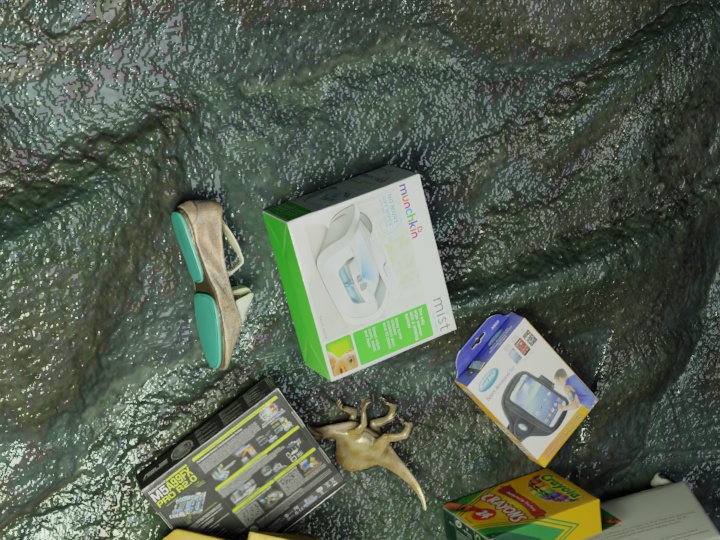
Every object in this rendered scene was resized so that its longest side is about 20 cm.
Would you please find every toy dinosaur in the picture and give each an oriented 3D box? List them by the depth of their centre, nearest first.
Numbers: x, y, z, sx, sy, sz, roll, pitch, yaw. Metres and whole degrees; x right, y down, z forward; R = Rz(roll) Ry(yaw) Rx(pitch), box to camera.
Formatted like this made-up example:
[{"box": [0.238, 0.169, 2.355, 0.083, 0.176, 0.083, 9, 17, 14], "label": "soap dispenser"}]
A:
[{"box": [0.018, 0.213, 1.699, 0.199, 0.058, 0.102, 30, 102, -20], "label": "toy dinosaur"}]

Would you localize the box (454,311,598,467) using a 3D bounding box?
[{"box": [0.212, 0.149, 1.776, 0.119, 0.041, 0.200, -49, 118, -9], "label": "box"}]

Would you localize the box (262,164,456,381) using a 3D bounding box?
[{"box": [0.000, 0.000, 1.613, 0.175, 0.097, 0.202, -20, 108, -18], "label": "box"}]

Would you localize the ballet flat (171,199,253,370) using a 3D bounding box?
[{"box": [-0.159, 0.014, 1.557, 0.067, 0.068, 0.202, -20, 111, -28], "label": "ballet flat"}]

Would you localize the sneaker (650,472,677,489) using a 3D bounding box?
[{"box": [0.450, 0.374, 1.923, 0.081, 0.075, 0.201, -31, 112, -7], "label": "sneaker"}]

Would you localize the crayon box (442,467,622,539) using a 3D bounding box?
[{"box": [0.222, 0.316, 1.768, 0.198, 0.127, 0.051, -15, 107, -23], "label": "crayon box"}]

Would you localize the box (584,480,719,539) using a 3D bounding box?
[{"box": [0.380, 0.423, 1.812, 0.198, 0.171, 0.201, -15, 108, 0], "label": "box"}]

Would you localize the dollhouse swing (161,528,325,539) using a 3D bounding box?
[{"box": [-0.133, 0.402, 1.588, 0.181, 0.174, 0.202, 23, 75, -58], "label": "dollhouse swing"}]

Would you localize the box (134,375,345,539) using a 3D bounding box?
[{"box": [-0.140, 0.247, 1.612, 0.199, 0.044, 0.161, -37, 113, -5], "label": "box"}]
